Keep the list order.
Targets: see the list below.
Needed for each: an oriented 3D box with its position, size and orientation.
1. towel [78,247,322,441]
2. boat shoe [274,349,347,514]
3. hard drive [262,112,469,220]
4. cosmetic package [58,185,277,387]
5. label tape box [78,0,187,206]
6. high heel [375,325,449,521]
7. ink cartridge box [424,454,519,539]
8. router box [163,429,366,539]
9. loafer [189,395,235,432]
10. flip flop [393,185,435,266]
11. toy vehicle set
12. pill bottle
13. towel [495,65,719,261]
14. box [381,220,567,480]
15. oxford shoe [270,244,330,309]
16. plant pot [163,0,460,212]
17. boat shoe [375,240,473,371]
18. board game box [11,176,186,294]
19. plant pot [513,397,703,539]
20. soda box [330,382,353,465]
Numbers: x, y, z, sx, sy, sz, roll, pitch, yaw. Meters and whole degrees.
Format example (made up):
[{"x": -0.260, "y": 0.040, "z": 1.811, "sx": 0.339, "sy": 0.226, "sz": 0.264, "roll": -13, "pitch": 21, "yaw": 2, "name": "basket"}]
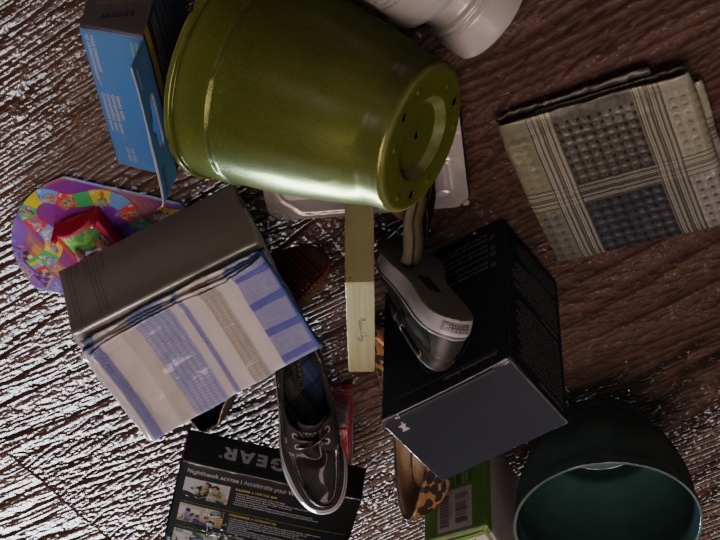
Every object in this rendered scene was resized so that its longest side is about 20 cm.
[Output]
[{"x": -0.149, "y": 0.074, "z": 1.534, "sx": 0.199, "sy": 0.024, "sz": 0.147, "roll": -28, "pitch": 129, "yaw": 1, "name": "towel"}, {"x": -0.052, "y": 0.154, "z": 1.675, "sx": 0.069, "sy": 0.066, "sz": 0.201, "roll": -6, "pitch": 87, "yaw": -3, "name": "boat shoe"}, {"x": 0.000, "y": -0.115, "z": 1.527, "sx": 0.199, "sy": 0.038, "sz": 0.140, "roll": -4, "pitch": 132, "yaw": 5, "name": "hard drive"}, {"x": -0.183, "y": 0.013, "z": 1.563, "sx": 0.199, "sy": 0.113, "sz": 0.081, "roll": -25, "pitch": 128, "yaw": 1, "name": "cosmetic package"}, {"x": -0.191, "y": -0.170, "z": 1.376, "sx": 0.066, "sy": 0.201, "sz": 0.144, "roll": -2, "pitch": 132, "yaw": 8, "name": "label tape box"}, {"x": 0.045, "y": 0.162, "z": 1.696, "sx": 0.071, "sy": 0.143, "sz": 0.200, "roll": -1, "pitch": 140, "yaw": 40, "name": "high heel"}, {"x": 0.147, "y": 0.297, "z": 1.811, "sx": 0.075, "sy": 0.148, "sz": 0.200, "roll": -18, "pitch": 128, "yaw": 19, "name": "ink cartridge box"}, {"x": -0.106, "y": 0.259, "z": 1.764, "sx": 0.199, "sy": 0.051, "sz": 0.150, "roll": 13, "pitch": 131, "yaw": -5, "name": "router box"}, {"x": -0.149, "y": 0.093, "z": 1.696, "sx": 0.075, "sy": 0.070, "sz": 0.201, "roll": 6, "pitch": 132, "yaw": -3, "name": "loafer"}, {"x": 0.041, "y": -0.086, "z": 1.483, "sx": 0.057, "sy": 0.081, "sz": 0.201, "roll": 13, "pitch": 138, "yaw": 9, "name": "flip flop"}, {"x": 0.000, "y": 0.000, "z": 1.525, "sx": 0.026, "sy": 0.125, "sz": 0.200, "roll": 0, "pitch": 154, "yaw": 0, "name": "toy vehicle set"}, {"x": 0.036, "y": -0.267, "z": 1.337, "sx": 0.199, "sy": 0.115, "sz": 0.114, "roll": 33, "pitch": 125, "yaw": -24, "name": "pill bottle"}, {"x": 0.247, "y": -0.102, "z": 1.536, "sx": 0.191, "sy": 0.035, "sz": 0.200, "roll": -13, "pitch": 132, "yaw": 18, "name": "towel"}, {"x": 0.110, "y": 0.077, "z": 1.582, "sx": 0.148, "sy": 0.201, "sz": 0.107, "roll": -28, "pitch": 125, "yaw": 25, "name": "box"}, {"x": -0.109, "y": 0.052, "z": 1.625, "sx": 0.200, "sy": 0.070, "sz": 0.075, "roll": -38, "pitch": 148, "yaw": -9, "name": "oxford shoe"}, {"x": -0.028, "y": -0.140, "z": 1.346, "sx": 0.192, "sy": 0.200, "sz": 0.201, "roll": 24, "pitch": 137, "yaw": 25, "name": "plant pot"}, {"x": 0.052, "y": 0.029, "z": 1.542, "sx": 0.068, "sy": 0.200, "sz": 0.057, "roll": 12, "pitch": 110, "yaw": -19, "name": "boat shoe"}, {"x": -0.255, "y": -0.011, "z": 1.627, "sx": 0.199, "sy": 0.039, "sz": 0.159, "roll": 13, "pitch": 131, "yaw": -9, "name": "board game box"}, {"x": 0.263, "y": 0.225, "z": 1.751, "sx": 0.199, "sy": 0.135, "sz": 0.201, "roll": 2, "pitch": 131, "yaw": 2, "name": "plant pot"}, {"x": -0.041, "y": 0.215, "z": 1.799, "sx": 0.063, "sy": 0.070, "sz": 0.201, "roll": 4, "pitch": 132, "yaw": 3, "name": "soda box"}]
